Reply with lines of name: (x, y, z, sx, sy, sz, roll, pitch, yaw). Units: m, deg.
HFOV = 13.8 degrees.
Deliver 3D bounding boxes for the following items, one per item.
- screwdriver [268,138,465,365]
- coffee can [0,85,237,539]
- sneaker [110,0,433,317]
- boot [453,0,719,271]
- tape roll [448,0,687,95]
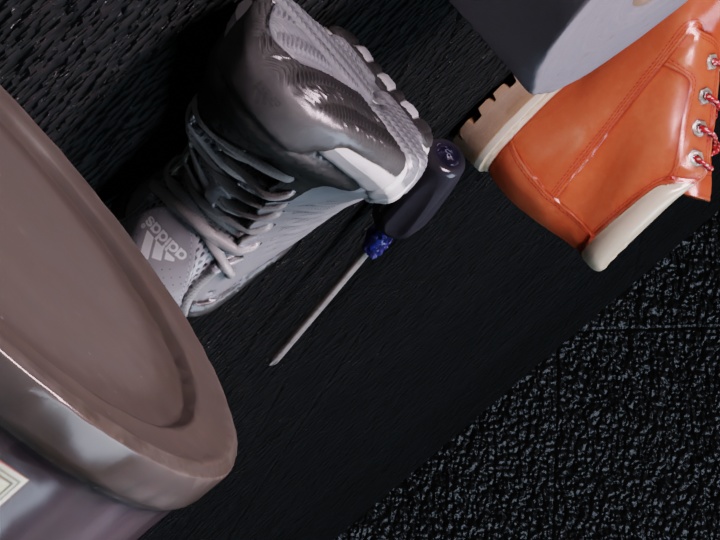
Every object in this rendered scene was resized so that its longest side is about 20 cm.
screwdriver: (0.000, 0.000, 1.455, 0.028, 0.029, 0.200, -34, 165, -42)
coffee can: (-0.144, 0.045, 0.542, 0.200, 0.146, 0.146, -41, 173, 9)
sneaker: (-0.040, -0.024, 0.963, 0.115, 0.075, 0.200, -39, 174, 7)
boot: (0.152, -0.092, 1.426, 0.200, 0.107, 0.075, -44, 171, 11)
tape roll: (0.113, -0.150, 1.027, 0.200, 0.066, 0.200, -41, 173, -6)
